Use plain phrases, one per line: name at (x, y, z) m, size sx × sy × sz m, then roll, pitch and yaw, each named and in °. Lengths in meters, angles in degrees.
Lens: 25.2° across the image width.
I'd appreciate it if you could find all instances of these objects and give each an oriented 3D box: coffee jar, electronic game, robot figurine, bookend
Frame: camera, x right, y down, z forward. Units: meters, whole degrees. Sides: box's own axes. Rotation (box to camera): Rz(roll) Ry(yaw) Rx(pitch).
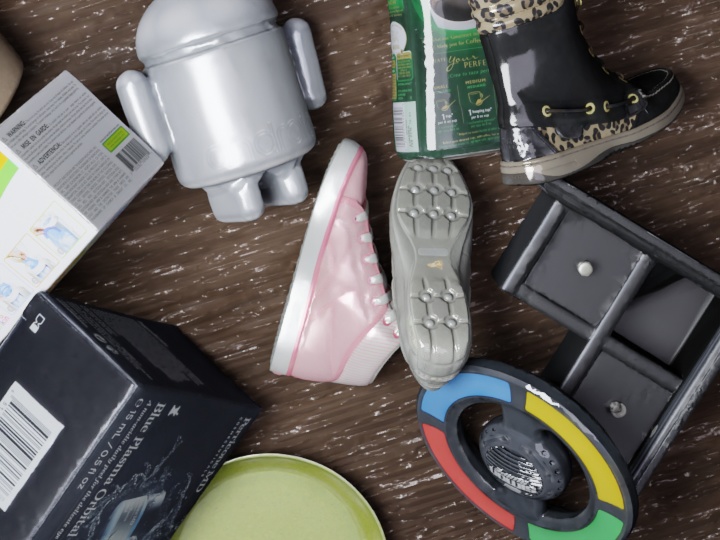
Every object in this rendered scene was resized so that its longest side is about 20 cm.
coffee jar at (0.068, -0.189, 1.242) m, size 0.104 × 0.085 × 0.201 m, roll -9°, pitch 98°, yaw -15°
electronic game at (0.128, 0.148, 1.263) m, size 0.200 × 0.200 × 0.042 m, roll 49°, pitch 57°, yaw -9°
robot figurine at (-0.103, -0.139, 1.232) m, size 0.169 × 0.113 × 0.201 m, roll -24°, pitch 102°, yaw -30°
bookend at (0.177, 0.050, 1.286) m, size 0.200 × 0.092 × 0.199 m, roll 31°, pitch 97°, yaw -6°

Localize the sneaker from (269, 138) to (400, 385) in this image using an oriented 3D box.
sneaker at (0.000, 0.000, 1.278) m, size 0.104 × 0.075 × 0.201 m, roll 15°, pitch 106°, yaw -1°

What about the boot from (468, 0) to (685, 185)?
boot at (0.163, -0.162, 1.217) m, size 0.200 × 0.073 × 0.151 m, roll -27°, pitch 107°, yaw -34°

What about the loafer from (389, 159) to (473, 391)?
loafer at (0.053, -0.002, 1.250) m, size 0.070 × 0.070 × 0.201 m, roll 6°, pitch 55°, yaw -6°

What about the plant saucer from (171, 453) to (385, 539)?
plant saucer at (-0.076, 0.246, 1.338) m, size 0.199 × 0.031 × 0.201 m, roll 0°, pitch 99°, yaw -3°

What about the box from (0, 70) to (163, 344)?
box at (-0.256, -0.033, 1.201) m, size 0.101 × 0.113 × 0.200 m, roll 43°, pitch 127°, yaw -7°

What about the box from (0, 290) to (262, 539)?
box at (-0.208, 0.139, 1.217) m, size 0.117 × 0.200 × 0.197 m, roll 38°, pitch 97°, yaw 24°

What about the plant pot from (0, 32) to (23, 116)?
plant pot at (-0.352, -0.160, 1.193) m, size 0.174 × 0.200 × 0.200 m, roll 38°, pitch 96°, yaw -24°
